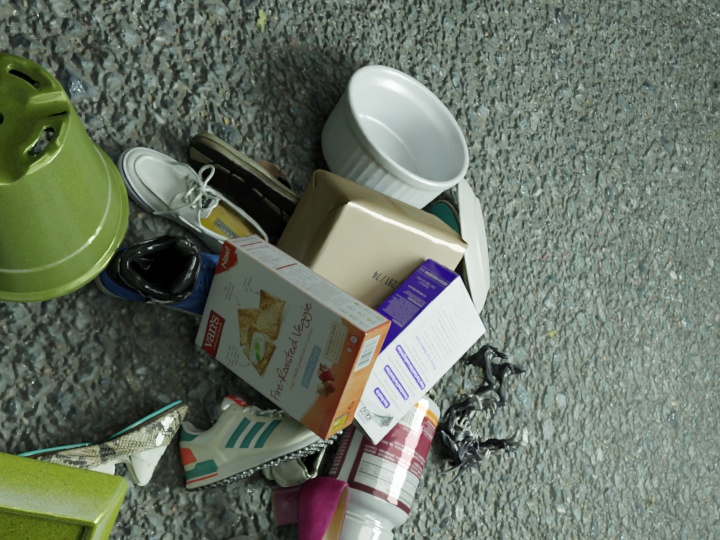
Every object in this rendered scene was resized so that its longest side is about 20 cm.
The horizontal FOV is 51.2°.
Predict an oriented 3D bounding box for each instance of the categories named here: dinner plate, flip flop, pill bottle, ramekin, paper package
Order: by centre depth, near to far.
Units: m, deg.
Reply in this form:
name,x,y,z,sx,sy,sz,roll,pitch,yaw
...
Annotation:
name,x,y,z,sx,sy,sz,roll,pitch,yaw
paper package,0.000,0.000,0.941,0.198,0.104,0.192,18,108,-35
flip flop,-0.127,-0.110,0.949,0.199,0.081,0.058,37,48,-18
pill bottle,0.021,0.252,0.953,0.114,0.114,0.202,34,64,-25
ramekin,0.042,-0.171,1.025,0.199,0.098,0.202,23,47,-26
dinner plate,0.168,-0.039,1.093,0.200,0.024,0.203,-8,90,-75

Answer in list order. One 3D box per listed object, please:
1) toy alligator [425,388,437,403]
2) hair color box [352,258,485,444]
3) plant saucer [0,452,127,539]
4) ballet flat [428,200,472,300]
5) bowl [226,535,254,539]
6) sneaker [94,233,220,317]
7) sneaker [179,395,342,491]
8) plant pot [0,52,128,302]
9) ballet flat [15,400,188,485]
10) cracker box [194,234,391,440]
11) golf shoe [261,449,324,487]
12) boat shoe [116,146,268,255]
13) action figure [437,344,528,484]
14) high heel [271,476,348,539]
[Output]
name,x,y,z,sx,sy,sz,roll,pitch,yaw
toy alligator,0.080,0.102,1.060,0.059,0.054,0.202,-28,98,-35
hair color box,0.050,0.096,0.899,0.200,0.065,0.110,-44,132,-14
plant saucer,-0.338,0.277,0.695,0.198,0.048,0.202,22,88,-30
ballet flat,0.140,-0.003,1.125,0.069,0.069,0.203,-5,86,-36
bowl,-0.143,0.426,0.831,0.199,0.074,0.201,-33,100,-33
sneaker,-0.189,0.009,0.849,0.198,0.111,0.078,12,79,-33
sneaker,-0.117,0.177,0.849,0.198,0.070,0.094,-22,74,6
plant pot,-0.319,-0.095,0.693,0.197,0.190,0.203,5,69,-14
ballet flat,-0.267,0.202,0.785,0.198,0.068,0.076,-15,77,-32
cracker box,-0.079,0.067,0.810,0.057,0.199,0.135,-16,132,-56
golf shoe,-0.053,0.170,0.928,0.078,0.097,0.202,26,66,-27
boat shoe,-0.190,-0.079,0.883,0.202,0.086,0.075,41,60,-23
action figure,0.179,0.212,1.083,0.119,0.101,0.202,43,58,-34
high heel,-0.035,0.335,0.848,0.067,0.095,0.203,-27,101,-62
